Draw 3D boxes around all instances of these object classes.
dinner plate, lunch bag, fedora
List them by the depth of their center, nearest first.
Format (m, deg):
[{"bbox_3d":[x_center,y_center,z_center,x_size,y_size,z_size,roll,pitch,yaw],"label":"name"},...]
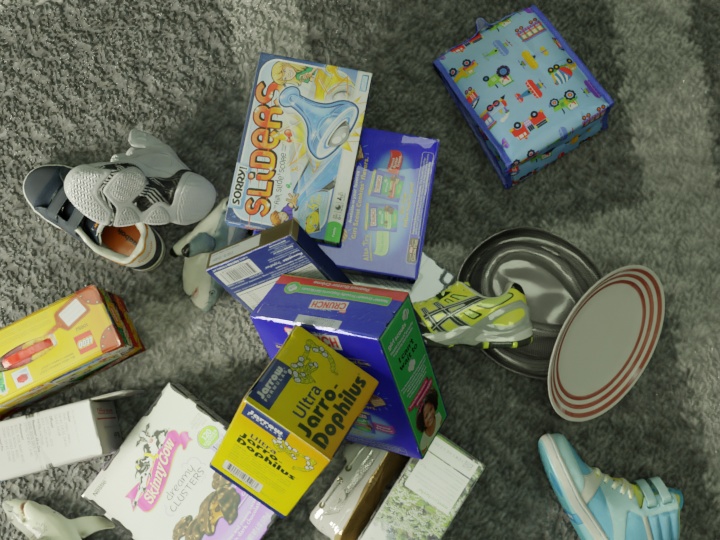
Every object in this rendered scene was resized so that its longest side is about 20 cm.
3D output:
[{"bbox_3d":[0.285,0.084,1.249,0.201,0.200,0.024,-52,46,-6],"label":"dinner plate"},{"bbox_3d":[0.214,0.035,1.279,0.199,0.090,0.178,36,85,3],"label":"fedora"},{"bbox_3d":[0.194,-0.232,1.318,0.150,0.094,0.201,-30,75,-1],"label":"lunch bag"}]

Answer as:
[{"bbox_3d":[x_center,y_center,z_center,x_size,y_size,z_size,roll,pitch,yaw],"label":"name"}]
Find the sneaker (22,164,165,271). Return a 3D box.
[{"bbox_3d":[-0.329,-0.072,1.295,0.199,0.079,0.079,30,85,4],"label":"sneaker"}]

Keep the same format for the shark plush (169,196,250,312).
[{"bbox_3d":[-0.154,-0.047,1.319,0.083,0.091,0.200,46,64,-15],"label":"shark plush"}]

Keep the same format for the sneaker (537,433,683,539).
[{"bbox_3d":[0.304,0.259,1.263,0.130,0.080,0.201,-30,94,-2],"label":"sneaker"}]

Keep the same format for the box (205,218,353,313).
[{"bbox_3d":[-0.073,0.029,1.238,0.120,0.200,0.033,-20,42,25],"label":"box"}]

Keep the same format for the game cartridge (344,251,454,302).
[{"bbox_3d":[0.000,0.000,1.310,0.199,0.040,0.134,38,81,4],"label":"game cartridge"}]

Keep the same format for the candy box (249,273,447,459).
[{"bbox_3d":[-0.009,0.107,1.189,0.168,0.201,0.077,9,49,31],"label":"candy box"}]

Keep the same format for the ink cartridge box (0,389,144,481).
[{"bbox_3d":[-0.352,0.196,1.245,0.198,0.116,0.067,-14,84,-1],"label":"ink cartridge box"}]

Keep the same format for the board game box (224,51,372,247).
[{"bbox_3d":[-0.069,-0.138,1.216,0.134,0.034,0.202,10,82,2],"label":"board game box"}]

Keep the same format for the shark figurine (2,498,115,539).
[{"bbox_3d":[-0.349,0.365,1.236,0.127,0.215,0.090,8,125,-27],"label":"shark figurine"}]

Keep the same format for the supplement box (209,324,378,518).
[{"bbox_3d":[-0.076,0.169,1.153,0.109,0.200,0.109,34,56,2],"label":"supplement box"}]

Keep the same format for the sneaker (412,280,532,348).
[{"bbox_3d":[0.097,0.051,1.223,0.198,0.075,0.077,-1,88,3],"label":"sneaker"}]

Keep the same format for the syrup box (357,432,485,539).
[{"bbox_3d":[0.061,0.291,1.254,0.078,0.081,0.201,33,85,5],"label":"syrup box"}]

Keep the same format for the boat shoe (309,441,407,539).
[{"bbox_3d":[0.007,0.226,1.268,0.069,0.071,0.201,26,71,28],"label":"boat shoe"}]

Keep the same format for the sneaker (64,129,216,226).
[{"bbox_3d":[-0.274,-0.110,1.247,0.115,0.199,0.076,44,116,34],"label":"sneaker"}]

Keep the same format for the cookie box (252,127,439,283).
[{"bbox_3d":[-0.017,-0.085,1.265,0.198,0.075,0.173,10,83,1],"label":"cookie box"}]

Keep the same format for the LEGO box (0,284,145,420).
[{"bbox_3d":[-0.367,0.099,1.239,0.198,0.149,0.078,-26,84,-3],"label":"LEGO box"}]

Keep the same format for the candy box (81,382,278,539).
[{"bbox_3d":[-0.197,0.259,1.260,0.199,0.072,0.168,37,84,3],"label":"candy box"}]
